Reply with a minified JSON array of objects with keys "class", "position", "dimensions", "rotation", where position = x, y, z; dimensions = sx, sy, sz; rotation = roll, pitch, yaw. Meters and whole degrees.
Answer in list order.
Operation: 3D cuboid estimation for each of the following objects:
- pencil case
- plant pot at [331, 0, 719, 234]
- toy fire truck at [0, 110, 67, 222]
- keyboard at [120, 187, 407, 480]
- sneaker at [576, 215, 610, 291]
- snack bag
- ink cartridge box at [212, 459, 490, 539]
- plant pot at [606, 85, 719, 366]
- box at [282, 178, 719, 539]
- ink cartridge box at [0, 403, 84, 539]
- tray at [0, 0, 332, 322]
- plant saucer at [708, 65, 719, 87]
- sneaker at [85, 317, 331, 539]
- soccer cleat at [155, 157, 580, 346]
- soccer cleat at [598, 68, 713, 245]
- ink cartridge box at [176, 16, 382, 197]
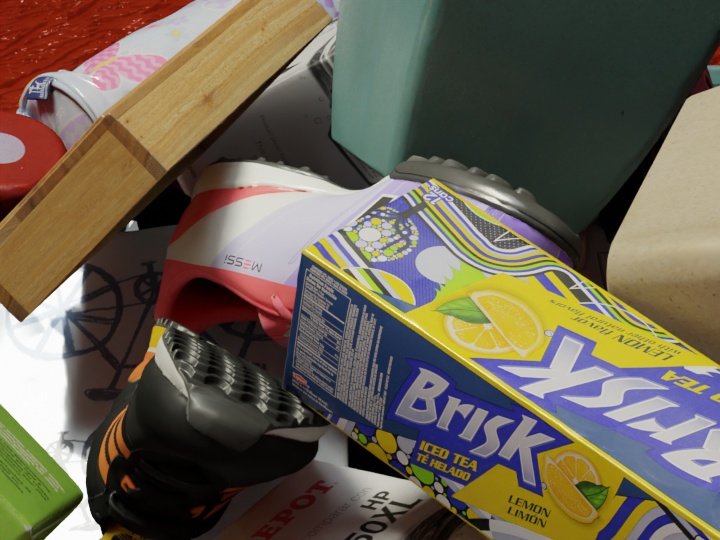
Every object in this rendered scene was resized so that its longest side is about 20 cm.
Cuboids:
[{"class":"pencil case","position":[-0.094,-0.105,1.467],"dimensions":[0.200,0.084,0.090],"rotation":[-31,21,-33]},{"class":"plant pot","position":[0.073,-0.124,1.108],"dimensions":[0.141,0.201,0.141],"rotation":[18,8,-21]},{"class":"toy fire truck","position":[-0.152,0.025,1.231],"dimensions":[0.167,0.113,0.200],"rotation":[27,41,18]},{"class":"keyboard","position":[-0.049,0.050,1.149],"dimensions":[0.200,0.040,0.104],"rotation":[35,72,32]},{"class":"sneaker","position":[0.079,0.000,1.186],"dimensions":[0.115,0.076,0.200],"rotation":[11,31,44]},{"class":"snack bag","position":[-0.089,0.066,1.103],"dimensions":[0.187,0.021,0.201],"rotation":[-7,56,5]},{"class":"ink cartridge box","position":[0.023,0.148,0.908],"dimensions":[0.199,0.085,0.144],"rotation":[9,32,37]},{"class":"plant pot","position":[0.190,0.025,0.933],"dimensions":[0.176,0.201,0.200],"rotation":[3,30,20]},{"class":"box","position":[0.069,0.052,0.869],"dimensions":[0.200,0.065,0.070],"rotation":[35,45,31]},{"class":"ink cartridge box","position":[-0.228,0.105,0.986],"dimensions":[0.200,0.148,0.076],"rotation":[-45,-3,10]},{"class":"tray","position":[-0.086,-0.058,1.121],"dimensions":[0.099,0.037,0.200],"rotation":[-44,4,29]},{"class":"plant saucer","position":[0.193,-0.073,1.268],"dimensions":[0.199,0.028,0.200],"rotation":[2,13,0]},{"class":"sneaker","position":[-0.064,0.073,0.979],"dimensions":[0.070,0.090,0.200],"rotation":[27,-1,-7]},{"class":"soccer cleat","position":[0.000,0.000,1.042],"dimensions":[0.199,0.068,0.073],"rotation":[5,61,43]},{"class":"soccer cleat","position":[0.146,-0.010,1.115],"dimensions":[0.073,0.068,0.201],"rotation":[12,55,-18]},{"class":"ink cartridge box","position":[0.018,-0.087,1.286],"dimensions":[0.199,0.086,0.147],"rotation":[-29,10,15]}]
